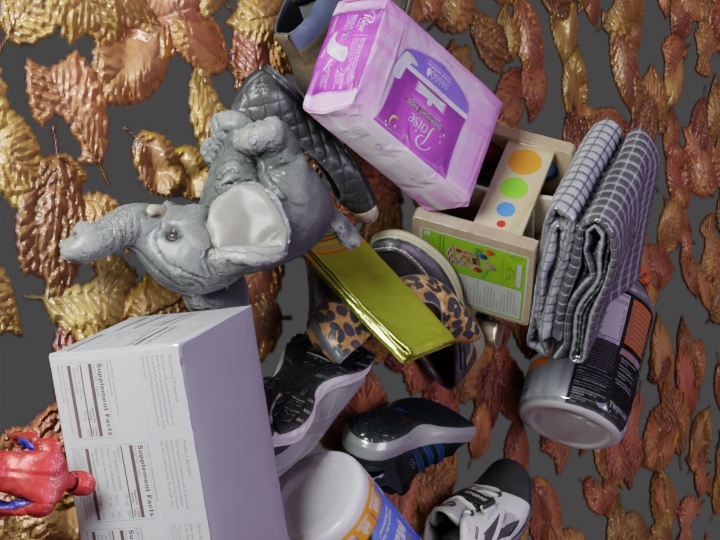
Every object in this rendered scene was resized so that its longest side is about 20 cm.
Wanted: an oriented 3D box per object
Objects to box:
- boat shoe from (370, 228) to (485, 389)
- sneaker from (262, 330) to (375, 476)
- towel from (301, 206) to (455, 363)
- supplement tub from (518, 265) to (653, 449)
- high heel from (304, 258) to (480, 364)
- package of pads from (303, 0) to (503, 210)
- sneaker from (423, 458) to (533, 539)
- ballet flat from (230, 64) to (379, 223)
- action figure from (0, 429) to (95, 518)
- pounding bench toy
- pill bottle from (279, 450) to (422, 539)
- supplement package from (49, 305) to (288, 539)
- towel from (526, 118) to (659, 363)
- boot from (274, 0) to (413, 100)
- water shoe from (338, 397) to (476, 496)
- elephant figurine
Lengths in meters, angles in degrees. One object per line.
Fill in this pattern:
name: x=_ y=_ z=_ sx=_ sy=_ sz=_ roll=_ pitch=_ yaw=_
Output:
boat shoe: x=0.066 y=0.041 z=1.663 sx=0.200 sy=0.073 sz=0.065 roll=53 pitch=44 yaw=-37
sneaker: x=-0.052 y=0.118 z=1.517 sx=0.200 sy=0.074 sz=0.080 roll=-42 pitch=150 yaw=-52
towel: x=0.000 y=0.000 z=1.520 sx=0.200 sy=0.018 sz=0.086 roll=48 pitch=35 yaw=18
supplement tub: x=0.254 y=0.086 z=1.868 sx=0.123 sy=0.122 sz=0.201 roll=45 pitch=54 yaw=-41
high heel: x=0.035 y=0.063 z=1.551 sx=0.199 sy=0.071 sz=0.143 roll=23 pitch=34 yaw=-24
package of pads: x=0.042 y=-0.150 z=1.548 sx=0.200 sy=0.075 sz=0.121 roll=36 pitch=65 yaw=-42
sneaker: x=0.113 y=0.254 z=1.708 sx=0.200 sy=0.074 sz=0.089 roll=-58 pitch=132 yaw=-38
ballet flat: x=-0.049 y=-0.108 z=1.548 sx=0.057 sy=0.066 sz=0.200 roll=-46 pitch=124 yaw=-5
action figure: x=-0.290 y=0.138 z=1.205 sx=0.199 sy=0.099 sz=0.066 roll=14 pitch=78 yaw=-29
pounding bench toy: x=0.137 y=-0.035 z=1.716 sx=0.200 sy=0.124 sz=0.156 roll=87 pitch=23 yaw=-53
pill bottle: x=0.001 y=0.265 z=1.530 sx=0.200 sy=0.112 sz=0.112 roll=53 pitch=49 yaw=-35
supplement package: x=-0.144 y=0.142 z=1.313 sx=0.156 sy=0.110 sz=0.201 roll=-30 pitch=113 yaw=-71
towel: x=0.230 y=-0.024 z=1.657 sx=0.166 sy=0.085 sz=0.201 roll=-60 pitch=161 yaw=-44
boot: x=-0.012 y=-0.249 z=1.580 sx=0.097 sy=0.074 sz=0.201 roll=53 pitch=50 yaw=-40
water shoe: x=0.037 y=0.175 z=1.638 sx=0.200 sy=0.071 sz=0.079 roll=-1 pitch=116 yaw=-54
elephant figurine: x=-0.119 y=-0.024 z=1.382 sx=0.200 sy=0.154 sz=0.142 roll=-57 pitch=145 yaw=-38
